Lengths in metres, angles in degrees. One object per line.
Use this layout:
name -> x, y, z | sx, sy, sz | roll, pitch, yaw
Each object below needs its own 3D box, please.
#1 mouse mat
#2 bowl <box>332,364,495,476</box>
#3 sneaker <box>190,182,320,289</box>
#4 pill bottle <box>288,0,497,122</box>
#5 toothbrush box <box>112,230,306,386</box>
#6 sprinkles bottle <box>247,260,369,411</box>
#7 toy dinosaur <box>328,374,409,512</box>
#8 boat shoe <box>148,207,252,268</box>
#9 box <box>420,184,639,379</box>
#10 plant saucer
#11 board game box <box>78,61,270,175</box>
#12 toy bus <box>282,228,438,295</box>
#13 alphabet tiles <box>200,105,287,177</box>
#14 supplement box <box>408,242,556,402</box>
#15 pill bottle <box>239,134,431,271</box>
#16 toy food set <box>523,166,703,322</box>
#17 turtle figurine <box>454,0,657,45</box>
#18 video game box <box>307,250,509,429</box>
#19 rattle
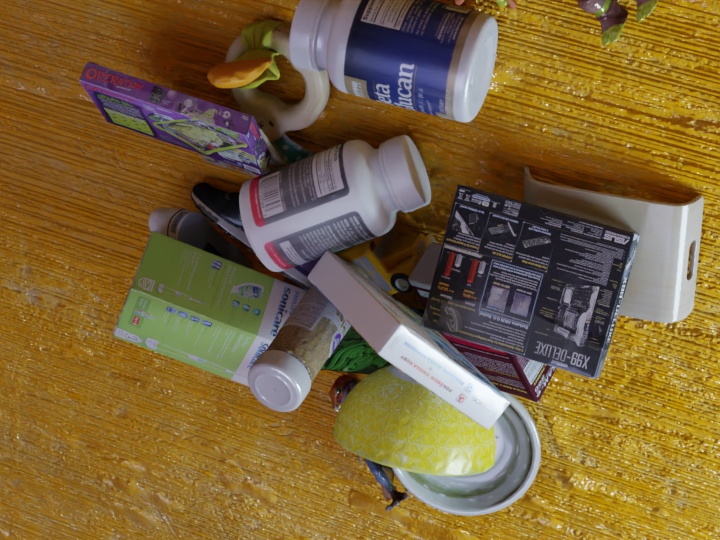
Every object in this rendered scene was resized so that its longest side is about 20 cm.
mouse mat -> 0.025, 0.088, 1.860 | 0.160, 0.008, 0.199 | 8, 152, -38
bowl -> 0.072, 0.157, 1.797 | 0.198, 0.200, 0.109 | 14, 102, 16
sneaker -> -0.112, -0.064, 1.828 | 0.199, 0.088, 0.076 | 35, -179, 22
pill bottle -> 0.032, -0.227, 1.556 | 0.198, 0.111, 0.112 | 16, 136, 15
toothbrush box -> -0.183, 0.052, 1.828 | 0.198, 0.087, 0.146 | 22, 150, -7
sprinkles bottle -> -0.055, 0.071, 1.719 | 0.068, 0.200, 0.069 | 16, 133, 18
toy dinosaur -> 0.009, 0.226, 2.014 | 0.182, 0.105, 0.200 | 55, 147, 2
boat shoe -> -0.207, -0.015, 1.895 | 0.085, 0.075, 0.202 | 19, 162, 34
box -> 0.179, 0.010, 1.613 | 0.198, 0.050, 0.160 | 16, 95, 15
plant saucer -> 0.132, 0.215, 1.935 | 0.198, 0.050, 0.202 | 5, 114, 10
board game box -> -0.201, -0.165, 1.667 | 0.198, 0.033, 0.120 | 20, 170, 11
toy bus -> 0.000, 0.000, 1.819 | 0.199, 0.065, 0.078 | -25, 112, 42
alphabet tiles -> -0.166, -0.153, 1.731 | 0.165, 0.006, 0.200 | 18, 166, 20
supplement box -> 0.145, 0.061, 1.760 | 0.108, 0.061, 0.201 | 14, 147, 38
pill bottle -> -0.027, -0.080, 1.701 | 0.198, 0.111, 0.111 | -19, 121, 17
toy food set -> 0.269, -0.032, 1.660 | 0.198, 0.060, 0.145 | 10, 122, 18
turtle figurine -> 0.197, -0.287, 1.446 | 0.161, 0.065, 0.200 | 36, 129, -18
video game box -> 0.050, 0.074, 1.654 | 0.182, 0.200, 0.047 | 33, 96, -33
rattle -> -0.108, -0.161, 1.677 | 0.129, 0.144, 0.201 | 13, 131, -3
